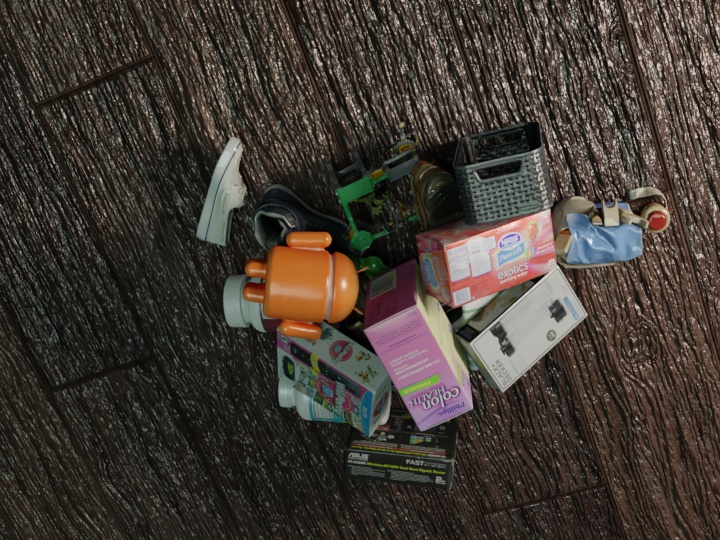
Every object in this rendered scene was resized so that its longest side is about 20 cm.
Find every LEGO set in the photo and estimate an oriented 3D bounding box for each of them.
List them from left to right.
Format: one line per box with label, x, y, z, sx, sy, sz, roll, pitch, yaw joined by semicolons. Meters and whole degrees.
LEGO set;0.034;-0.140;1.538;0.198;0.116;0.155;-31;123;6

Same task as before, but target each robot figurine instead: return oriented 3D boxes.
robot figurine;-0.088;0.025;1.477;0.196;0.146;0.117;5;149;-7

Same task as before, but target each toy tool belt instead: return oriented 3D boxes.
toy tool belt;0.401;-0.059;1.482;0.196;0.123;0.127;-7;110;12

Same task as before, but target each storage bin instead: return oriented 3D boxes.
storage bin;0.221;-0.153;1.433;0.133;0.200;0.095;-11;110;13

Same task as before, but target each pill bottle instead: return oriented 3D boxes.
pill bottle;-0.133;0.052;1.624;0.196;0.110;0.112;-2;111;10
pill bottle;-0.046;0.217;1.672;0.196;0.111;0.113;3;112;9

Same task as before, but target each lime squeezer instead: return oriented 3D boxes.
lime squeezer;0.000;0.000;1.573;0.196;0.071;0.038;6;125;-5

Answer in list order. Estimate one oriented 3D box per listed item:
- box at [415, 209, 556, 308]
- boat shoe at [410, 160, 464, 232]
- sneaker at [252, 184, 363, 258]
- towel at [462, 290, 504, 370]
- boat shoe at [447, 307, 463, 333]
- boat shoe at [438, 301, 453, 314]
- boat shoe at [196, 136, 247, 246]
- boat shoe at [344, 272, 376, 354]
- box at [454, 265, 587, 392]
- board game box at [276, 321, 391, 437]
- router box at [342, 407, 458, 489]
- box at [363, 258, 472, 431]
box;0.195;-0.030;1.434;0.197;0.094;0.104;-20;112;-21
boat shoe;0.122;-0.100;1.471;0.075;0.074;0.201;-31;144;-12
sneaker;-0.091;-0.056;1.558;0.200;0.147;0.078;31;112;-5
towel;0.240;0.059;1.567;0.147;0.031;0.204;-15;110;-20
boat shoe;0.165;0.119;1.617;0.199;0.074;0.067;-37;101;20
boat shoe;0.101;0.087;1.605;0.197;0.072;0.069;-24;64;20
boat shoe;-0.227;-0.131;1.592;0.065;0.072;0.203;20;114;-4
boat shoe;0.002;0.103;1.589;0.074;0.074;0.206;-26;69;34
box;0.268;0.091;1.541;0.199;0.060;0.117;-39;113;-8
board game box;-0.045;0.169;1.547;0.198;0.064;0.149;30;146;19
router box;0.075;0.315;1.667;0.196;0.150;0.063;5;113;8
box;0.092;0.116;1.486;0.095;0.177;0.202;-26;111;13
